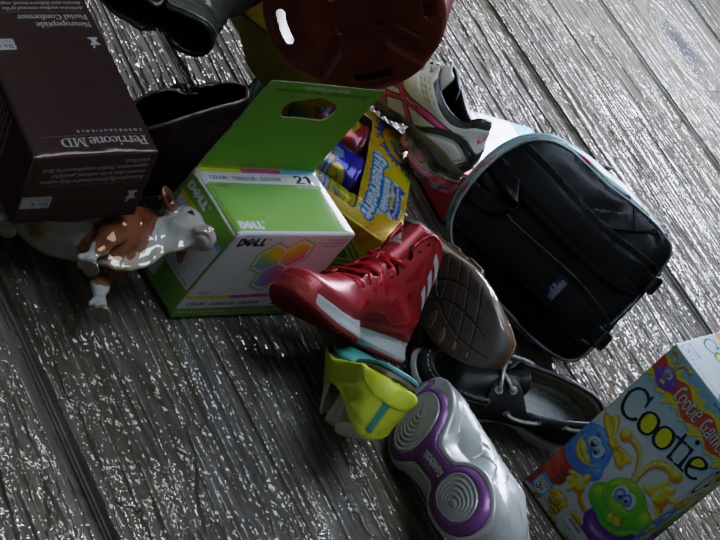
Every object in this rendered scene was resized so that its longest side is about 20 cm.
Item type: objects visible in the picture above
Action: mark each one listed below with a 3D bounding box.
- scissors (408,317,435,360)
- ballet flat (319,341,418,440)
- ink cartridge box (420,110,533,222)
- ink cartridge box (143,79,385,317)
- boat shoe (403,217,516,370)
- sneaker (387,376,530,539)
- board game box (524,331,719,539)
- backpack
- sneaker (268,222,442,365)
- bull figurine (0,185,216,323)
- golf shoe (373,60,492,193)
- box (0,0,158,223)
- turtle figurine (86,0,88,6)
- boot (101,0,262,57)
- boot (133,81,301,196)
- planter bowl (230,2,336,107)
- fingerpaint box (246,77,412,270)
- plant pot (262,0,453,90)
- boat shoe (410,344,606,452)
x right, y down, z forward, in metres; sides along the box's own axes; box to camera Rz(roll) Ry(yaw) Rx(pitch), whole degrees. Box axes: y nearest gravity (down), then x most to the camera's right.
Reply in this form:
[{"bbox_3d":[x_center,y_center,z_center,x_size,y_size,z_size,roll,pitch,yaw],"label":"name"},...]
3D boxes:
[{"bbox_3d":[0.048,0.020,1.629,0.073,0.014,0.200,32,31,-16],"label":"scissors"},{"bbox_3d":[-0.003,0.099,1.392,0.067,0.067,0.200,29,-2,-10],"label":"ballet flat"},{"bbox_3d":[0.121,-0.105,1.818,0.199,0.067,0.117,11,43,-44],"label":"ink cartridge box"},{"bbox_3d":[-0.066,-0.055,1.391,0.147,0.200,0.076,-1,52,-51],"label":"ink cartridge box"},{"bbox_3d":[0.090,0.021,1.561,0.072,0.076,0.200,22,22,-39],"label":"boat shoe"},{"bbox_3d":[0.083,0.169,1.420,0.100,0.075,0.200,41,16,-34],"label":"sneaker"},{"bbox_3d":[0.259,0.158,1.517,0.103,0.200,0.105,-8,56,-54],"label":"board game box"},{"bbox_3d":[0.185,-0.035,1.700,0.200,0.178,0.151,40,10,-8],"label":"backpack"},{"bbox_3d":[0.000,0.000,1.440,0.078,0.116,0.200,23,-4,25],"label":"sneaker"},{"bbox_3d":[-0.210,-0.030,1.295,0.199,0.065,0.122,19,33,-2],"label":"bull figurine"},{"bbox_3d":[0.061,-0.170,1.665,0.072,0.092,0.200,8,40,-48],"label":"golf shoe"},{"bbox_3d":[-0.235,-0.131,1.280,0.100,0.075,0.201,-6,53,-34],"label":"box"},{"bbox_3d":[-0.278,-0.209,1.440,0.149,0.101,0.201,27,41,-16],"label":"turtle figurine"},{"bbox_3d":[-0.182,-0.257,1.446,0.199,0.068,0.131,29,37,10],"label":"boot"},{"bbox_3d":[-0.106,-0.107,1.392,0.199,0.166,0.073,-13,78,-21],"label":"boot"},{"bbox_3d":[-0.044,-0.207,1.580,0.199,0.084,0.201,16,35,-12],"label":"planter bowl"},{"bbox_3d":[-0.039,-0.094,1.602,0.166,0.073,0.200,35,31,-14],"label":"fingerpaint box"},{"bbox_3d":[0.004,-0.261,1.443,0.200,0.201,0.196,33,36,-18],"label":"plant pot"},{"bbox_3d":[0.135,0.109,1.560,0.199,0.060,0.074,27,50,-27],"label":"boat shoe"}]
